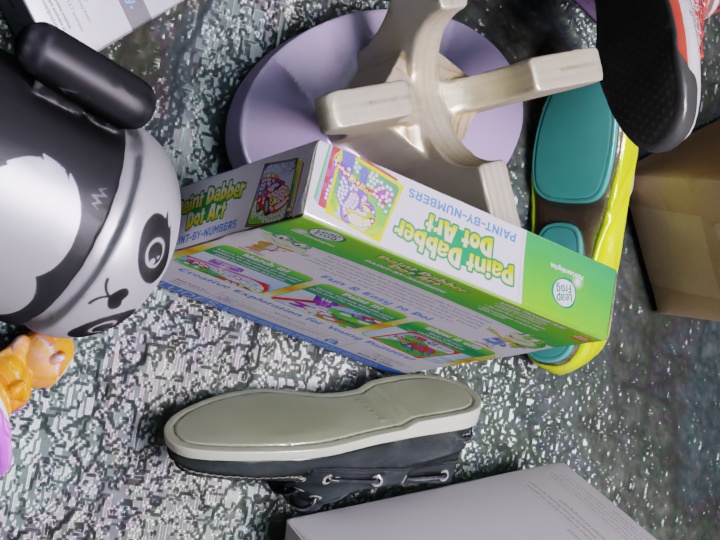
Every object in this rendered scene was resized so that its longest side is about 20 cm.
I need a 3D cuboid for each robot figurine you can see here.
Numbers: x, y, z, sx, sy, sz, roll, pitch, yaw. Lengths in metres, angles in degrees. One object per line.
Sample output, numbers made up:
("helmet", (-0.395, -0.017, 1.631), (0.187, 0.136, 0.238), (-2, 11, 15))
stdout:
("robot figurine", (-0.184, -0.044, 0.960), (0.199, 0.150, 0.126), (28, 67, -29))

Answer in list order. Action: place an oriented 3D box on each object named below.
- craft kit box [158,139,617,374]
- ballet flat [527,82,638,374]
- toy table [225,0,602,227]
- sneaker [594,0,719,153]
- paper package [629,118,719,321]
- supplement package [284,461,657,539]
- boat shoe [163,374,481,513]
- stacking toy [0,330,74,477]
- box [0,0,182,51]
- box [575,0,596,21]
("craft kit box", (0.000, 0.000, 1.034), (0.199, 0.197, 0.049), (22, 73, -31))
("ballet flat", (0.141, -0.035, 1.203), (0.067, 0.066, 0.202), (4, 95, -52))
("toy table", (0.035, -0.094, 1.083), (0.199, 0.117, 0.185), (-27, 97, -31))
("sneaker", (0.185, -0.153, 1.121), (0.107, 0.067, 0.203), (9, 53, -36))
("paper package", (0.296, -0.044, 1.208), (0.189, 0.199, 0.104), (-26, 106, -26))
("supplement package", (0.063, 0.204, 1.117), (0.198, 0.120, 0.123), (-7, 118, -31))
("boat shoe", (-0.022, 0.106, 1.105), (0.198, 0.074, 0.067), (-8, 119, -34))
("stacking toy", (-0.221, 0.086, 0.977), (0.200, 0.115, 0.111), (-36, 106, -39))
("box", (-0.123, -0.221, 1.035), (0.199, 0.041, 0.157), (-35, 111, -26))
("box", (0.139, -0.257, 1.191), (0.200, 0.039, 0.138), (38, 75, -28))
